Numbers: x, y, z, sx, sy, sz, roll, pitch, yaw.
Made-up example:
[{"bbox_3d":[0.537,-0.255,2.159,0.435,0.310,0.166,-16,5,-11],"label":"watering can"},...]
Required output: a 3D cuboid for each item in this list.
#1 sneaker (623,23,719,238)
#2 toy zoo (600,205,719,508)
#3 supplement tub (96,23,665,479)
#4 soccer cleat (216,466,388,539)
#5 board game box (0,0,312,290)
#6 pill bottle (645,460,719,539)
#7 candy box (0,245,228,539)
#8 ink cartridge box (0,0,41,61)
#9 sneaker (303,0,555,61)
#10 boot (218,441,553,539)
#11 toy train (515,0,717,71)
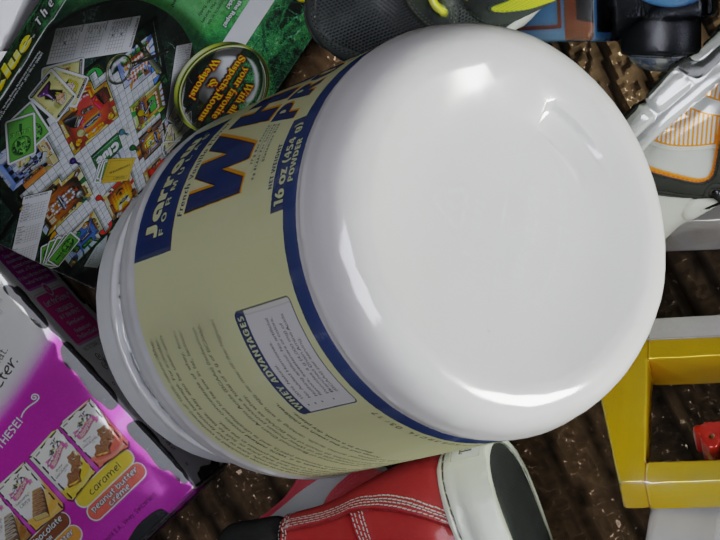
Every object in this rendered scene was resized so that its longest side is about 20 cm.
[{"bbox_3d":[0.150,-0.056,0.965,0.080,0.074,0.200,46,120,6],"label":"sneaker"},{"bbox_3d":[0.168,0.029,1.001,0.199,0.020,0.132,-3,53,11],"label":"toy zoo"},{"bbox_3d":[0.000,0.000,0.967,0.200,0.145,0.146,-18,94,57],"label":"supplement tub"},{"bbox_3d":[-0.052,0.155,1.085,0.200,0.068,0.073,-49,67,13],"label":"soccer cleat"},{"bbox_3d":[-0.079,-0.089,1.048,0.105,0.023,0.200,29,103,-30],"label":"board game box"},{"bbox_3d":[0.206,0.136,1.001,0.199,0.114,0.114,9,98,10],"label":"pill bottle"},{"bbox_3d":[-0.172,0.055,1.091,0.136,0.061,0.200,-43,88,13],"label":"candy box"},{"bbox_3d":[-0.155,-0.166,1.058,0.115,0.068,0.201,29,102,6],"label":"ink cartridge box"},{"bbox_3d":[0.059,-0.128,0.933,0.199,0.085,0.075,-24,91,24],"label":"sneaker"},{"bbox_3d":[0.023,0.177,1.003,0.144,0.072,0.201,-22,89,19],"label":"boot"},{"bbox_3d":[0.088,-0.176,1.004,0.114,0.087,0.201,0,97,17],"label":"toy train"}]
